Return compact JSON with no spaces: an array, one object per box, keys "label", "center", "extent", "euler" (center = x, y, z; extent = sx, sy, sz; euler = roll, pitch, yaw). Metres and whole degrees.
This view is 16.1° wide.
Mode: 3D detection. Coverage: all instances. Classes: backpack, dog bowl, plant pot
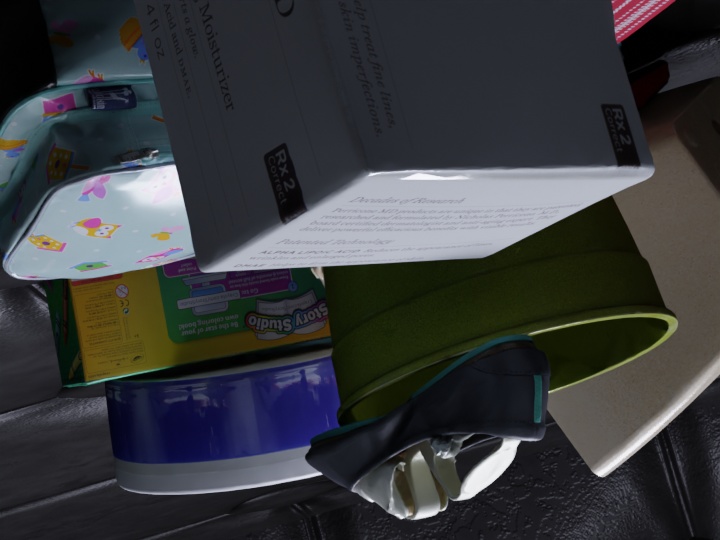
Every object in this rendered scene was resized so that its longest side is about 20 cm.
[{"label":"backpack","center":[-0.111,-0.087,1.318],"extent":[0.200,0.154,0.176],"euler":[-16,164,-27]},{"label":"dog bowl","center":[-0.078,0.097,1.789],"extent":[0.200,0.079,0.200],"euler":[-8,-174,1]},{"label":"plant pot","center":[0.198,-0.016,1.714],"extent":[0.177,0.200,0.200],"euler":[-35,-177,28]},{"label":"plant pot","center":[0.058,-0.031,1.459],"extent":[0.200,0.193,0.200],"euler":[-15,167,-4]}]

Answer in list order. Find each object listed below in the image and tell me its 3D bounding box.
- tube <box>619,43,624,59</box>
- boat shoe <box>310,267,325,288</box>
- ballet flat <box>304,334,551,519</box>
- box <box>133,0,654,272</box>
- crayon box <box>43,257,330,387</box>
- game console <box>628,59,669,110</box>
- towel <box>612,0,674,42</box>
[{"label":"tube","center":[0.081,-0.108,1.689],"extent":[0.200,0.050,0.077],"euler":[-21,180,7]},{"label":"boat shoe","center":[0.000,0.000,1.670],"extent":[0.072,0.065,0.200],"euler":[2,159,9]},{"label":"ballet flat","center":[0.036,0.097,1.387],"extent":[0.073,0.073,0.200],"euler":[-5,163,-38]},{"label":"box","center":[0.010,-0.114,1.219],"extent":[0.200,0.199,0.131],"euler":[-2,161,-43]},{"label":"crayon box","center":[-0.113,0.004,1.743],"extent":[0.200,0.119,0.058],"euler":[-10,179,-22]},{"label":"game console","center":[0.103,-0.087,1.733],"extent":[0.200,0.031,0.177],"euler":[-22,-171,26]},{"label":"towel","center":[0.096,-0.153,1.474],"extent":[0.200,0.023,0.145],"euler":[-8,165,-31]}]
